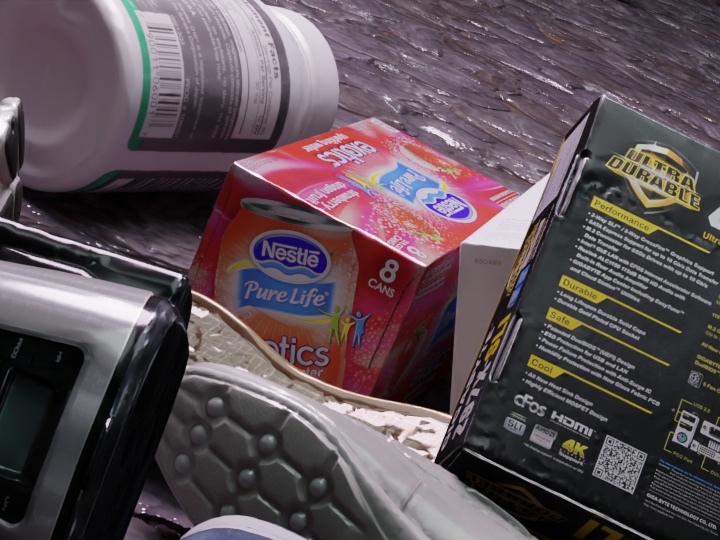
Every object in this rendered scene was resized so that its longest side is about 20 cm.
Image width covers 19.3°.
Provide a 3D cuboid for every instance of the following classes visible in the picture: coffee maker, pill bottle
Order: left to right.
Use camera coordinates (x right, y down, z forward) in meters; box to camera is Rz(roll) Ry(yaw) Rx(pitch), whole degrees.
[{"bbox_3d":[-0.154,0.020,0.636,0.199,0.136,0.192,22,15,-2],"label":"coffee maker"},{"bbox_3d":[-0.103,-0.097,1.114,0.113,0.114,0.199,32,18,27],"label":"pill bottle"}]

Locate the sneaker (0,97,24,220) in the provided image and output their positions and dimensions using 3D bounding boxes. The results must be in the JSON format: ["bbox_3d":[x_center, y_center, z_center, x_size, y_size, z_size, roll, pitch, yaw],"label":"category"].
[{"bbox_3d":[-0.187,-0.030,0.868,0.083,0.081,0.200,8,11,3],"label":"sneaker"}]

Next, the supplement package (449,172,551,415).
[{"bbox_3d":[0.119,0.030,0.968,0.116,0.118,0.200,6,13,15],"label":"supplement package"}]

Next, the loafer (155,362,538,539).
[{"bbox_3d":[0.012,0.100,0.755,0.199,0.070,0.070,36,14,15],"label":"loafer"}]

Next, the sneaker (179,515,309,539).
[{"bbox_3d":[0.014,0.133,0.599,0.201,0.078,0.146,17,4,12],"label":"sneaker"}]

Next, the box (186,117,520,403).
[{"bbox_3d":[0.000,0.000,0.984,0.099,0.096,0.200,28,17,12],"label":"box"}]

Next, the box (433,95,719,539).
[{"bbox_3d":[0.146,0.048,0.803,0.199,0.161,0.049,25,-26,-3],"label":"box"}]

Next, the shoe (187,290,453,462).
[{"bbox_3d":[-0.044,0.062,0.829,0.199,0.054,0.070,23,49,10],"label":"shoe"}]
